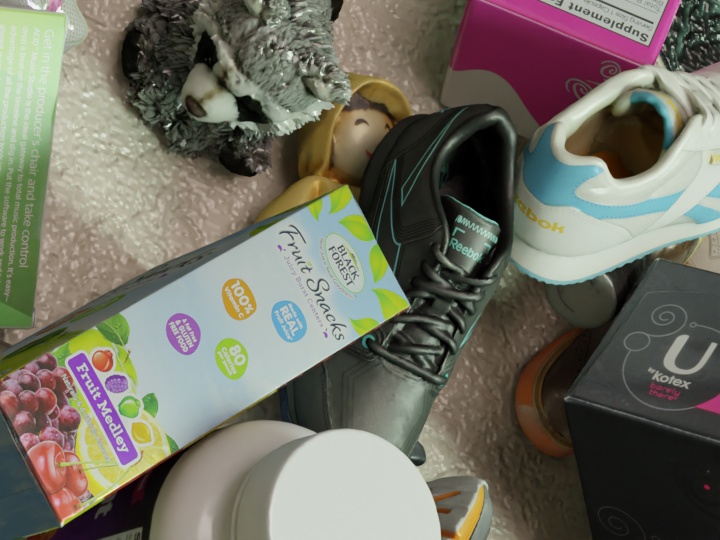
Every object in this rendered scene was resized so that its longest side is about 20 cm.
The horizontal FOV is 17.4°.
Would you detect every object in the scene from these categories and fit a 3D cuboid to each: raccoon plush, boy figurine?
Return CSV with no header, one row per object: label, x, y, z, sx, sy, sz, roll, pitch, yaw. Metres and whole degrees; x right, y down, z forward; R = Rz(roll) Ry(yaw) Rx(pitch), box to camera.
raccoon plush,-0.034,-0.136,1.129,0.097,0.134,0.200,36,59,-19
boy figurine,0.000,0.000,1.157,0.124,0.064,0.200,12,72,-28

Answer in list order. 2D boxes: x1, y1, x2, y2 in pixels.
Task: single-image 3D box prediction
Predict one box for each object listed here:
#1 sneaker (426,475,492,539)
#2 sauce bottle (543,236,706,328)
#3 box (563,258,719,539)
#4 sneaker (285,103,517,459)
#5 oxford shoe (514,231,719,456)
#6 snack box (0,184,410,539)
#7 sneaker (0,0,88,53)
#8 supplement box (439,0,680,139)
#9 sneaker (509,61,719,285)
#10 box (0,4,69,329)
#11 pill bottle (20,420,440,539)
sneaker,0.013,0.184,1.108,0.077,0.078,0.200,48,57,-29
sauce bottle,0.154,-0.035,1.230,0.065,0.065,0.200,55,43,-8
box,0.187,0.110,1.159,0.106,0.122,0.200,-52,142,-34
sneaker,0.022,0.009,1.084,0.075,0.079,0.200,25,67,-24
oxford shoe,0.165,0.024,1.255,0.071,0.073,0.200,50,54,-12
snack box,-0.105,0.047,1.003,0.200,0.169,0.068,-30,95,-38
sneaker,-0.146,-0.182,1.109,0.088,0.081,0.200,28,70,-26
supplement box,0.128,-0.171,1.255,0.103,0.101,0.200,24,60,5
sneaker,0.153,-0.062,1.152,0.200,0.081,0.077,-29,64,-36
box,-0.226,-0.049,1.001,0.200,0.036,0.145,3,98,-33
pill bottle,-0.057,0.124,0.991,0.111,0.200,0.112,11,71,-33
